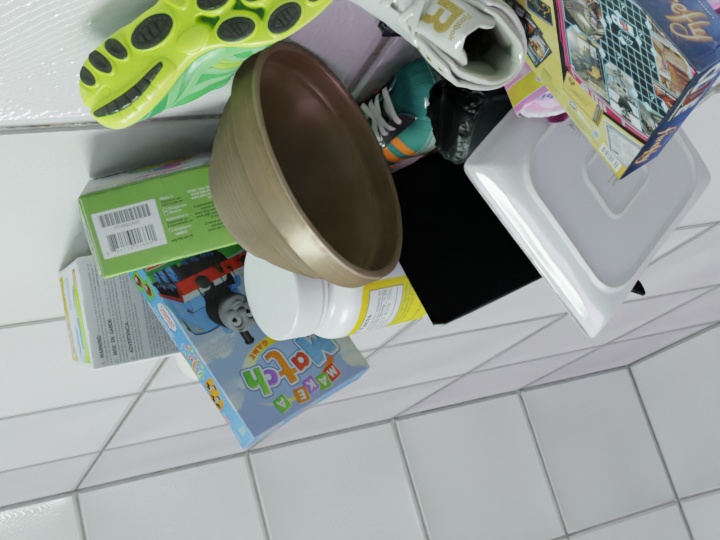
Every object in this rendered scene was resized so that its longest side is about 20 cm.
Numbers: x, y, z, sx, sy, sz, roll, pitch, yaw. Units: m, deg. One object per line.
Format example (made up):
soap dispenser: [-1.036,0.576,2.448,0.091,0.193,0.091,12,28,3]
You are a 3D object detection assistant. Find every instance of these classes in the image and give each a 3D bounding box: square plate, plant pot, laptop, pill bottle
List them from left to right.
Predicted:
plant pot: [-0.056,-0.072,0.764,0.092,0.202,0.201,-22,163,26]
pill bottle: [0.000,0.000,0.895,0.199,0.115,0.114,-10,163,-34]
laptop: [0.131,-0.028,0.876,0.199,0.178,0.103,15,127,-41]
square plate: [0.201,-0.079,0.781,0.200,0.198,0.028,-49,-155,-19]

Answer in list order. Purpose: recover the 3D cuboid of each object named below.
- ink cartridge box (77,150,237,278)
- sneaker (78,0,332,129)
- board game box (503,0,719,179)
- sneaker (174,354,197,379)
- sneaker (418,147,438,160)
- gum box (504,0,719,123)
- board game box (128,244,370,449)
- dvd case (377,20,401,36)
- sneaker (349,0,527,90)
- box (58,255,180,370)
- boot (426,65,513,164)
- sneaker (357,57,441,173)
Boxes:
ink cartridge box: [-0.178,-0.069,0.903,0.147,0.076,0.200,-15,-163,-7]
sneaker: [-0.106,-0.169,0.663,0.199,0.074,0.084,-26,-172,16]
board game box: [0.130,-0.168,0.581,0.035,0.200,0.136,-31,166,-12]
sneaker: [-0.152,0.075,1.024,0.073,0.085,0.200,-13,148,-30]
sneaker: [0.113,-0.132,0.966,0.108,0.070,0.200,-11,160,-13]
gum box: [0.172,-0.200,0.667,0.066,0.114,0.200,-1,158,-42]
board game box: [-0.105,0.049,0.916,0.151,0.200,0.037,-28,168,-38]
dvd case: [0.117,-0.239,0.714,0.148,0.016,0.200,-8,162,-27]
sneaker: [0.027,-0.180,0.582,0.200,0.116,0.074,22,108,-43]
box: [-0.253,0.041,1.009,0.101,0.113,0.200,-10,180,-23]
boot: [0.139,-0.112,0.805,0.168,0.201,0.076,-17,-162,-24]
sneaker: [0.016,-0.127,0.882,0.080,0.072,0.200,-14,165,-23]
